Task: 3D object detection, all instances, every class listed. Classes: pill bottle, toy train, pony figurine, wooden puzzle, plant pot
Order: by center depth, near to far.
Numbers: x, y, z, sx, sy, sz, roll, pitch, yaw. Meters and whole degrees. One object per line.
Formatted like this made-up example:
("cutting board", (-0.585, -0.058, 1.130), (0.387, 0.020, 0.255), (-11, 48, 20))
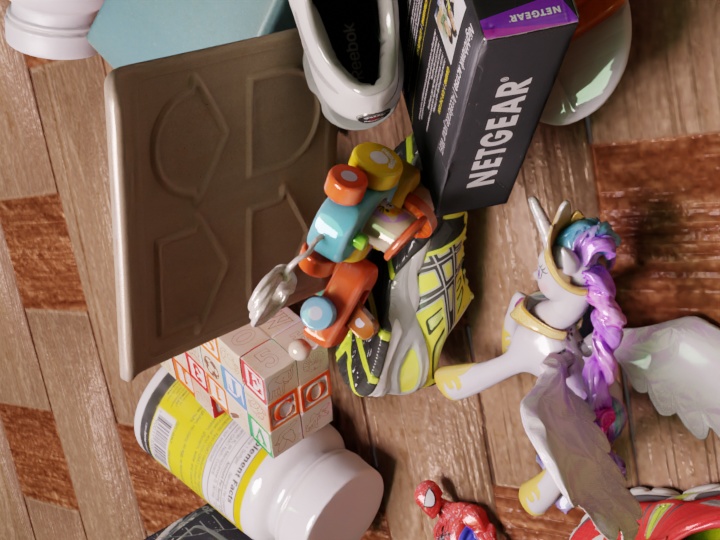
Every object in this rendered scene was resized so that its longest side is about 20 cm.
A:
("wooden puzzle", (-0.085, -0.050, 0.699), (0.046, 0.200, 0.186), (21, 121, 32))
("toy train", (0.000, 0.000, 0.702), (0.056, 0.200, 0.151), (31, 91, 10))
("pony figurine", (0.137, 0.073, 0.707), (0.193, 0.166, 0.200), (55, 150, 22))
("plant pot", (-0.061, -0.201, 0.775), (0.141, 0.141, 0.200), (45, 123, 21))
("pill bottle", (-0.247, -0.281, 0.935), (0.109, 0.109, 0.201), (31, 126, 31))
("pill bottle", (-0.085, 0.155, 0.956), (0.200, 0.114, 0.115), (31, 126, 31))

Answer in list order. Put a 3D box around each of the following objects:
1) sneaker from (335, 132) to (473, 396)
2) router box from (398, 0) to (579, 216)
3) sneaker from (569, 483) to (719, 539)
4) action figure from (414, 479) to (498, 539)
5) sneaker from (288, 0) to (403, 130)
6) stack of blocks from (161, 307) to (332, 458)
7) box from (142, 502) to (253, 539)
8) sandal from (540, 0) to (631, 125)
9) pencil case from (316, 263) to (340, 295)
("sneaker", (0.042, -0.007, 0.806), (0.075, 0.076, 0.201), (40, 118, 52))
("router box", (0.055, -0.138, 0.626), (0.200, 0.051, 0.150), (97, 160, -69))
("sneaker", (0.192, 0.180, 0.725), (0.200, 0.085, 0.077), (-34, 82, 45))
("action figure", (0.101, 0.247, 0.868), (0.200, 0.052, 0.065), (58, 140, 11))
("sneaker", (-0.017, -0.182, 0.637), (0.089, 0.074, 0.201), (-176, 64, -84))
("stack of blocks", (-0.106, 0.056, 0.893), (0.200, 0.058, 0.115), (37, 146, 37))
("box", (-0.100, 0.310, 0.975), (0.200, 0.196, 0.124), (42, 131, 23))
("sandal", (0.115, -0.185, 0.674), (0.079, 0.059, 0.207), (-19, 77, 29))
("pencil case", (-0.078, -0.021, 0.820), (0.088, 0.199, 0.089), (-22, 64, 55))
